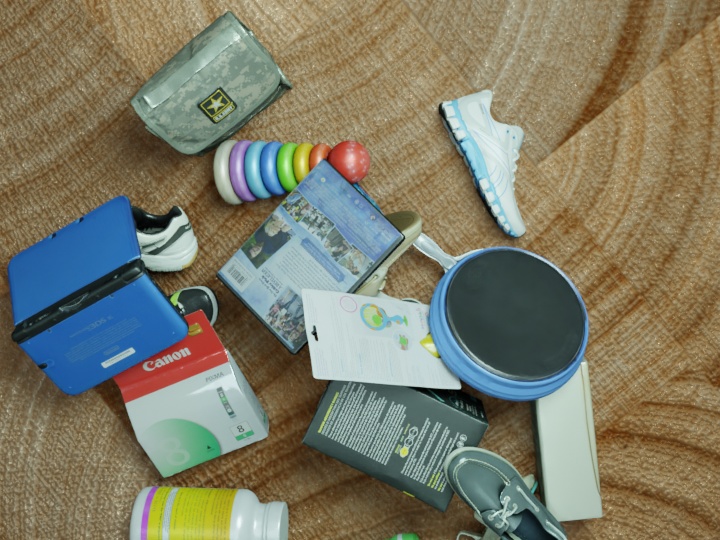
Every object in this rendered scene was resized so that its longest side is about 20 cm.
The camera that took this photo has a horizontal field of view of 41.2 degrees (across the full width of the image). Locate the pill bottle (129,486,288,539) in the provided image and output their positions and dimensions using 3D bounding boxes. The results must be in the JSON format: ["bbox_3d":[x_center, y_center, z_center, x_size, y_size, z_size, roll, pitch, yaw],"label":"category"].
[{"bbox_3d":[-0.201,0.347,1.291,0.199,0.104,0.105,0,95,5],"label":"pill bottle"}]

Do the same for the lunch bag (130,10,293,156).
[{"bbox_3d":[-0.185,-0.228,1.189,0.164,0.200,0.118,-37,91,6],"label":"lunch bag"}]

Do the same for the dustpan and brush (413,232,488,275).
[{"bbox_3d":[0.139,0.009,1.252,0.200,0.057,0.140,38,97,0],"label":"dustpan and brush"}]

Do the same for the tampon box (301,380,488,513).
[{"bbox_3d":[0.045,0.193,1.233,0.199,0.150,0.127,26,96,2],"label":"tampon box"}]

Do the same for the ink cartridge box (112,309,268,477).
[{"bbox_3d":[-0.234,0.167,1.268,0.160,0.050,0.201,-22,121,7],"label":"ink cartridge box"}]

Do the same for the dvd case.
[{"bbox_3d":[-0.062,-0.017,1.168,0.143,0.018,0.200,44,95,9],"label":"dvd case"}]

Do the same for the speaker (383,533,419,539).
[{"bbox_3d":[-0.010,0.419,1.291,0.199,0.088,0.089,-19,93,6],"label":"speaker"}]

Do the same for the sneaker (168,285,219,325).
[{"bbox_3d":[-0.282,0.086,1.285,0.199,0.083,0.072,-27,93,7],"label":"sneaker"}]

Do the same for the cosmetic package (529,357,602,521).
[{"bbox_3d":[0.261,0.210,1.240,0.073,0.104,0.201,-7,96,5],"label":"cosmetic package"}]

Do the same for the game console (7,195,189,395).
[{"bbox_3d":[-0.338,0.034,1.231,0.199,0.119,0.171,-27,118,14],"label":"game console"}]

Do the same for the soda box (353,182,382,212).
[{"bbox_3d":[-0.066,-0.034,1.253,0.200,0.064,0.068,-41,124,7],"label":"soda box"}]

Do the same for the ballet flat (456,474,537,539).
[{"bbox_3d":[0.167,0.352,1.282,0.062,0.067,0.201,28,97,12],"label":"ballet flat"}]

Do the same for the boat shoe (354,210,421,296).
[{"bbox_3d":[0.000,0.000,1.210,0.200,0.072,0.065,-37,119,2],"label":"boat shoe"}]

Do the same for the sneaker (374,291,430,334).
[{"bbox_3d":[0.014,0.060,1.265,0.199,0.083,0.081,27,78,17],"label":"sneaker"}]

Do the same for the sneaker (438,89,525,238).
[{"bbox_3d":[0.179,-0.141,1.232,0.086,0.075,0.201,-25,93,1],"label":"sneaker"}]

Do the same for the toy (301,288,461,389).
[{"bbox_3d":[0.019,0.091,1.146,0.199,0.047,0.116,6,56,-26],"label":"toy"}]

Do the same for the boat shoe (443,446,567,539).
[{"bbox_3d":[0.181,0.287,1.150,0.073,0.062,0.200,-45,107,3],"label":"boat shoe"}]

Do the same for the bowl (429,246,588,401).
[{"bbox_3d":[0.185,0.059,1.172,0.200,0.039,0.201,6,60,-10],"label":"bowl"}]

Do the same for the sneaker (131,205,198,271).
[{"bbox_3d":[-0.319,-0.047,1.268,0.199,0.076,0.088,-6,128,-3],"label":"sneaker"}]

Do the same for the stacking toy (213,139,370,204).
[{"bbox_3d":[-0.083,-0.135,1.225,0.199,0.085,0.086,-4,95,20],"label":"stacking toy"}]
